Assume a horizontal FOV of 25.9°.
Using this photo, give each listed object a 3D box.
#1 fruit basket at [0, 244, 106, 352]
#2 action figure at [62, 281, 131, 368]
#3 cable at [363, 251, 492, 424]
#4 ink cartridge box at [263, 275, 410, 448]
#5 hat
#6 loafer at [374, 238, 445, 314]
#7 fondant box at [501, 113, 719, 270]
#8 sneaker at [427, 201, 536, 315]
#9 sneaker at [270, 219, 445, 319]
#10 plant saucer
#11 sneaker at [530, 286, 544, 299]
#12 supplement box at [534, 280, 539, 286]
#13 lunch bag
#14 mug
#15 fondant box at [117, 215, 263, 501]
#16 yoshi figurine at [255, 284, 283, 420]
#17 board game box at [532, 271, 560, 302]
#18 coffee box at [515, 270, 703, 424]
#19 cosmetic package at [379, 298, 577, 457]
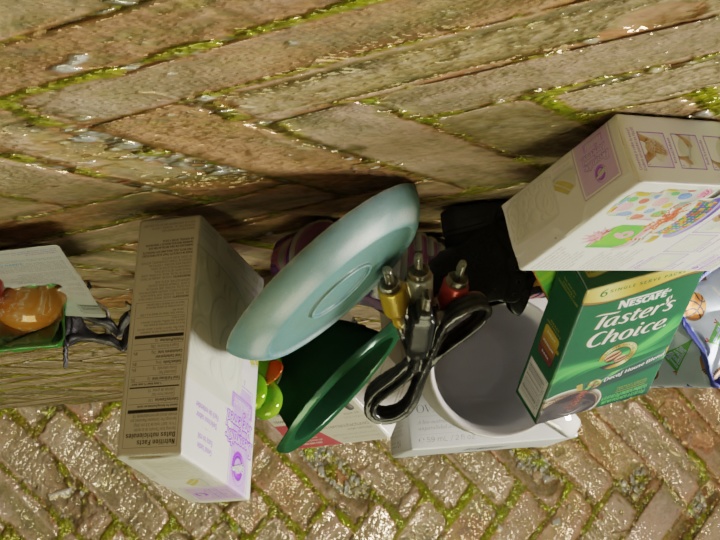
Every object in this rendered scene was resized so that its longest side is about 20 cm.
[{"bbox_3d":[-0.332,0.012,1.373,0.185,0.094,0.200,-6,156,2],"label":"fruit basket"},{"bbox_3d":[-0.207,0.062,1.619,0.199,0.102,0.119,-1,-157,-10],"label":"action figure"},{"bbox_3d":[0.054,0.060,1.354,0.097,0.050,0.200,-2,143,-11],"label":"cable"},{"bbox_3d":[-0.064,0.101,1.719,0.146,0.083,0.200,-11,133,38],"label":"ink cartridge box"},{"bbox_3d":[-0.078,0.058,1.487,0.166,0.176,0.200,-40,168,-30],"label":"hat"},{"bbox_3d":[0.020,0.016,1.576,0.073,0.071,0.200,-1,171,-26],"label":"loafer"},{"bbox_3d":[0.228,-0.053,1.159,0.200,0.058,0.144,-1,156,-33],"label":"fondant box"},{"bbox_3d":[0.139,-0.008,1.357,0.199,0.104,0.060,-6,172,11],"label":"sneaker"},{"bbox_3d":[0.000,0.000,1.437,0.200,0.081,0.088,13,169,-36],"label":"sneaker"},{"bbox_3d":[-0.023,0.009,1.255,0.200,0.027,0.200,-39,168,-10],"label":"plant saucer"},{"bbox_3d":[0.139,0.002,1.552,0.082,0.070,0.200,-14,167,37],"label":"sneaker"},{"bbox_3d":[0.197,-0.025,1.412,0.200,0.069,0.067,-10,172,12],"label":"supplement box"},{"bbox_3d":[0.319,0.017,1.509,0.200,0.124,0.170,-35,-162,-31],"label":"lunch bag"},{"bbox_3d":[0.150,0.114,1.677,0.200,0.148,0.175,35,175,-5],"label":"mug"},{"bbox_3d":[-0.135,0.075,1.286,0.058,0.200,0.144,-4,157,18],"label":"fondant box"},{"bbox_3d":[-0.131,0.080,1.439,0.112,0.112,0.200,0,-147,-19],"label":"yoshi figurine"},{"bbox_3d":[0.190,-0.011,1.298,0.095,0.030,0.200,-30,144,4],"label":"board game box"},{"bbox_3d":[0.211,0.048,1.331,0.123,0.044,0.200,-13,144,-20],"label":"coffee box"},{"bbox_3d":[0.134,0.108,1.832,0.199,0.201,0.123,-4,169,-10],"label":"cosmetic package"}]
